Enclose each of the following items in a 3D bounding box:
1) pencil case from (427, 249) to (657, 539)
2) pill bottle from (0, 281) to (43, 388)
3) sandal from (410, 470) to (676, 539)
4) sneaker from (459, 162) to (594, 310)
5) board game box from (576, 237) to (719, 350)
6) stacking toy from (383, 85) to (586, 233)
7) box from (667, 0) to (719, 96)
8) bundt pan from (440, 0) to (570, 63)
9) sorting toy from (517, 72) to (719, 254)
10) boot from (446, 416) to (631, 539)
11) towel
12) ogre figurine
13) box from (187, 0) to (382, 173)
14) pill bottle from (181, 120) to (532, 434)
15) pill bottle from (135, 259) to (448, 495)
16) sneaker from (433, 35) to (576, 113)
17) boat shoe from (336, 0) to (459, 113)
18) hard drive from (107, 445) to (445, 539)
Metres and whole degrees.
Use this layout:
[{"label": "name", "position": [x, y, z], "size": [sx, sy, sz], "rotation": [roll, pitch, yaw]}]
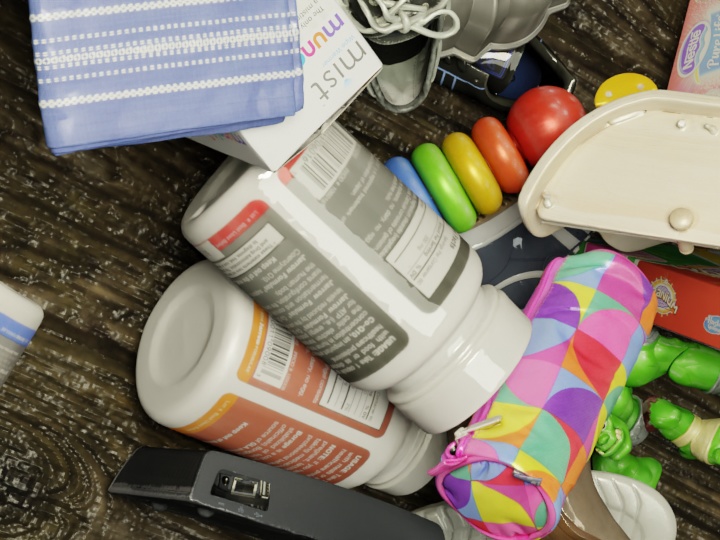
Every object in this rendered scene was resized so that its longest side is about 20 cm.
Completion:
[{"label": "pencil case", "position": [0.117, 0.075, 1.176], "size": [0.088, 0.088, 0.200], "rotation": [56, 47, -27]}, {"label": "pill bottle", "position": [-0.282, 0.080, 1.093], "size": [0.114, 0.114, 0.200], "rotation": [34, 84, -31]}, {"label": "sandal", "position": [0.122, 0.177, 1.347], "size": [0.202, 0.050, 0.083], "rotation": [-4, 108, 4]}, {"label": "sneaker", "position": [0.141, -0.026, 1.329], "size": [0.200, 0.070, 0.109], "rotation": [-27, 114, -20]}, {"label": "board game box", "position": [0.258, 0.019, 1.328], "size": [0.153, 0.200, 0.040], "rotation": [4, 100, -30]}, {"label": "stacking toy", "position": [0.060, -0.054, 1.235], "size": [0.200, 0.085, 0.085], "rotation": [-29, 116, 1]}, {"label": "box", "position": [0.285, -0.136, 1.327], "size": [0.103, 0.095, 0.200], "rotation": [34, 60, -31]}, {"label": "bundt pan", "position": [0.063, -0.237, 1.188], "size": [0.201, 0.076, 0.202], "rotation": [1, 83, -12]}, {"label": "sorting toy", "position": [0.222, -0.039, 1.232], "size": [0.180, 0.200, 0.107], "rotation": [56, 46, -65]}, {"label": "boot", "position": [0.133, 0.116, 1.273], "size": [0.200, 0.070, 0.147], "rotation": [33, 56, -37]}, {"label": "towel", "position": [-0.103, -0.164, 0.961], "size": [0.144, 0.024, 0.201], "rotation": [-11, 105, -24]}, {"label": "ogre figurine", "position": [0.189, 0.116, 1.374], "size": [0.120, 0.200, 0.098], "rotation": [36, 39, -20]}, {"label": "box", "position": [-0.107, -0.164, 1.083], "size": [0.097, 0.200, 0.177], "rotation": [-45, 119, -12]}, {"label": "pill bottle", "position": [0.000, 0.000, 1.139], "size": [0.200, 0.114, 0.114], "rotation": [43, 80, -13]}, {"label": "pill bottle", "position": [-0.037, 0.077, 1.227], "size": [0.200, 0.112, 0.112], "rotation": [26, 88, -34]}, {"label": "sneaker", "position": [0.056, -0.158, 1.245], "size": [0.200, 0.078, 0.070], "rotation": [19, 92, -31]}, {"label": "boat shoe", "position": [0.019, -0.158, 1.069], "size": [0.073, 0.199, 0.068], "rotation": [-9, 63, -9]}, {"label": "hard drive", "position": [-0.050, 0.158, 1.233], "size": [0.200, 0.135, 0.042], "rotation": [22, 76, -29]}]
